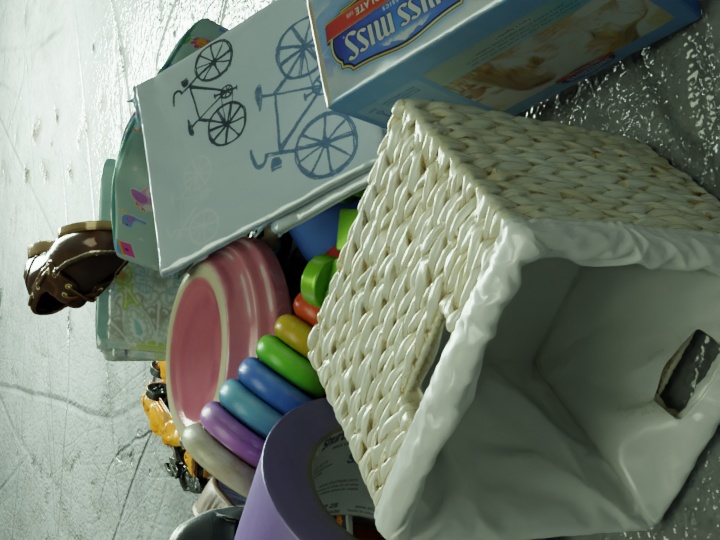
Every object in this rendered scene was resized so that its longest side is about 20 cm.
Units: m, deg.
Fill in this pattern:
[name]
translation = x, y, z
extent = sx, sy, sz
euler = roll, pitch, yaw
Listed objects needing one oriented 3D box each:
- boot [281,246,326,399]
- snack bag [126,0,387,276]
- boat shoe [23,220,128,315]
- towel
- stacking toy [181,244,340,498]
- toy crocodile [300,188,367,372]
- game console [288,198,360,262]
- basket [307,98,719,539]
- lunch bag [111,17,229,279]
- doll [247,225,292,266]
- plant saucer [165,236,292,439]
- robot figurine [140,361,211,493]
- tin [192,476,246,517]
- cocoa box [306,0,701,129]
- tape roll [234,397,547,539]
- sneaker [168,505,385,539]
[boot]
translation = 0.000, 0.000, 0.929
extent = 0.175, 0.068, 0.202
euler = -55, 45, 40
[snack bag]
translation = -0.077, -0.103, 0.830
extent = 0.198, 0.021, 0.191
euler = -27, 57, 18
[boat shoe]
translation = -0.261, 0.001, 1.074
extent = 0.199, 0.070, 0.071
euler = -18, 67, 57
[towel]
translation = -0.175, -0.005, 1.135
extent = 0.048, 0.168, 0.203
euler = -55, -31, -81
[stacking toy]
translation = -0.045, 0.069, 0.860
extent = 0.201, 0.085, 0.085
euler = -55, 36, -3
[toy crocodile]
translation = 0.007, -0.021, 0.805
extent = 0.067, 0.061, 0.203
euler = 12, 92, 38
[game console]
translation = 0.003, -0.134, 0.910
extent = 0.200, 0.118, 0.171
euler = -42, 14, 30
[basket]
translation = 0.099, 0.028, 0.653
extent = 0.161, 0.197, 0.200
euler = 59, 136, 48
[lunch bag]
translation = -0.143, -0.103, 0.987
extent = 0.161, 0.076, 0.202
euler = 104, -173, -54
[doll]
translation = -0.082, -0.042, 1.049
extent = 0.136, 0.048, 0.203
euler = 133, 146, -84
[plant saucer]
translation = -0.119, 0.071, 0.978
extent = 0.200, 0.050, 0.204
euler = -19, 68, 59
[robot figurine]
translation = -0.179, 0.143, 1.223
extent = 0.200, 0.057, 0.147
euler = 40, 123, 52
[tin]
translation = -0.073, 0.242, 1.002
extent = 0.042, 0.112, 0.200
euler = -56, 37, 0
[cocoa box]
translation = 0.078, -0.181, 0.699
extent = 0.199, 0.132, 0.133
euler = -25, 67, 35
[tape roll]
translation = 0.019, 0.178, 0.769
extent = 0.200, 0.198, 0.086
euler = 52, 132, 45
[sneaker]
translation = -0.047, 0.204, 0.870
extent = 0.080, 0.197, 0.079
euler = 107, 163, -51
